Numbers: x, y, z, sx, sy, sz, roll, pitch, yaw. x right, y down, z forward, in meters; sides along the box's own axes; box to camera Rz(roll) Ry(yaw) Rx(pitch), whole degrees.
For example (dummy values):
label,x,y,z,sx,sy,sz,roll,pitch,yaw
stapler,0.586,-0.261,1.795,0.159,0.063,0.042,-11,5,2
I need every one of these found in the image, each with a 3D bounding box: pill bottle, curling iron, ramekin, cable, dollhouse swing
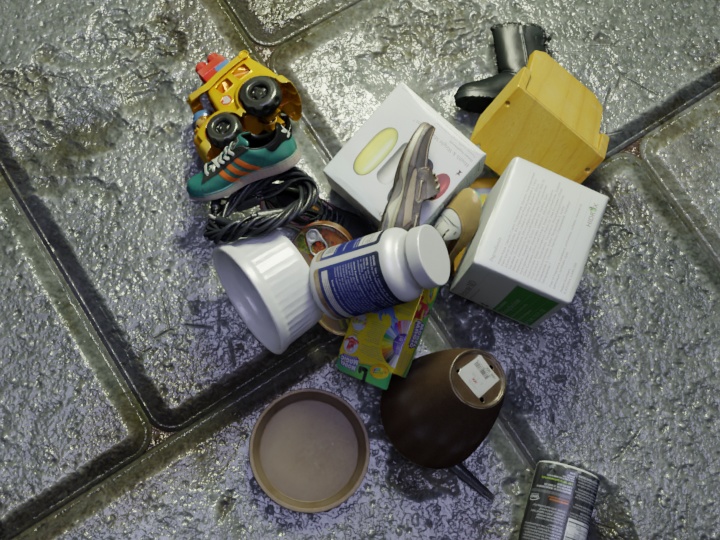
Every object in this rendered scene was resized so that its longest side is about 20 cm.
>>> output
label,x,y,z,sx,sy,sz,roll,pitch,yaw
pill bottle,0.310,0.417,1.588,0.106,0.106,0.201,19,74,-1
curling iron,0.150,0.305,1.642,0.050,0.026,0.200,-41,83,-17
ramekin,-0.146,0.026,1.601,0.097,0.201,0.201,-32,80,-19
cable,-0.161,-0.106,1.589,0.199,0.164,0.051,-12,119,17
pill bottle,0.030,0.001,1.514,0.199,0.115,0.117,-16,73,32
dollhouse swing,0.318,-0.256,1.754,0.199,0.176,0.182,36,116,-13

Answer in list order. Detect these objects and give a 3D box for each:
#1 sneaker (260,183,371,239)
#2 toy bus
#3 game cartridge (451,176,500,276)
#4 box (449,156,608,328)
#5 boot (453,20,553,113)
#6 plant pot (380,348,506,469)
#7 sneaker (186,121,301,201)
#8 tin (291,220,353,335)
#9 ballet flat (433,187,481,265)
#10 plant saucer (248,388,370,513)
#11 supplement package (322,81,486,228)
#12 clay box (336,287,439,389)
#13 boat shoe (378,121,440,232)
label,x,y,z,sx,sy,sz,roll,pitch,yaw
sneaker,-0.078,-0.092,1.692,0.199,0.086,0.081,17,75,-1
toy bus,-0.231,-0.282,1.713,0.200,0.136,0.192,-44,70,-12
game cartridge,0.251,-0.081,1.751,0.198,0.032,0.178,-4,76,-5
box,0.272,-0.041,1.626,0.170,0.199,0.201,24,74,1
boot,0.261,-0.373,1.808,0.197,0.073,0.164,1,77,-13
plant pot,0.148,0.198,1.560,0.185,0.200,0.188,7,65,-15
sneaker,-0.201,-0.182,1.615,0.199,0.080,0.072,-22,35,5
tin,-0.044,0.013,1.650,0.111,0.042,0.201,-22,104,9
ballet flat,0.143,-0.053,1.646,0.063,0.201,0.069,-22,59,-34
plant saucer,-0.083,0.295,1.620,0.198,0.029,0.202,1,75,-5
supplement package,0.075,-0.168,1.674,0.191,0.147,0.200,41,88,8
clay box,0.044,0.083,1.582,0.114,0.047,0.201,20,88,37
boat shoe,0.088,-0.132,1.566,0.073,0.075,0.201,18,95,-4
